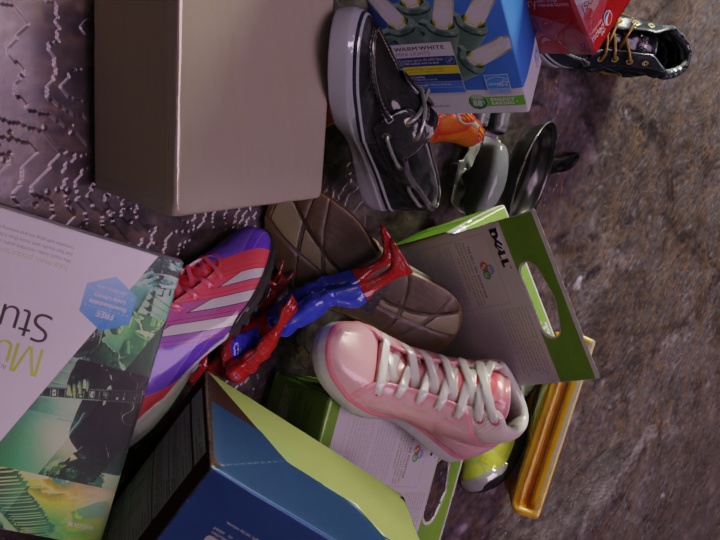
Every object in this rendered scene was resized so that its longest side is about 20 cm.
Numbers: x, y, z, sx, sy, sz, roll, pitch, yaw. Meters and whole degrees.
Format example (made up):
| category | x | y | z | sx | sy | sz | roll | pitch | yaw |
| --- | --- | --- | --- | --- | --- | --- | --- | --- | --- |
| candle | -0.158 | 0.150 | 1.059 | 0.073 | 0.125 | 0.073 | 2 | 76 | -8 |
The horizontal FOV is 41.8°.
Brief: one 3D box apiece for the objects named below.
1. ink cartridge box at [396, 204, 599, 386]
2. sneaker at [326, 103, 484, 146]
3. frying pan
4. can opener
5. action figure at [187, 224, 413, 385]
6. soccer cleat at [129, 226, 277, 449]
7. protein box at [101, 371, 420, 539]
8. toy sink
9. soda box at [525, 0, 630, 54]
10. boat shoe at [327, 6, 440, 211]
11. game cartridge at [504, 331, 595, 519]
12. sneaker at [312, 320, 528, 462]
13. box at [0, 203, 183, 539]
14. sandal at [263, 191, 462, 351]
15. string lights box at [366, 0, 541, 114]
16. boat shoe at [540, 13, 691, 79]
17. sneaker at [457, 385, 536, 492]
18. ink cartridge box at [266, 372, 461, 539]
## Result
| category | x | y | z | sx | sy | sz | roll | pitch | yaw |
| --- | --- | --- | --- | --- | --- | --- | --- | --- | --- |
| ink cartridge box | 0.128 | 0.022 | 0.820 | 0.075 | 0.199 | 0.150 | -26 | 96 | -34 |
| sneaker | 0.029 | -0.136 | 0.815 | 0.198 | 0.073 | 0.078 | 10 | 117 | -40 |
| frying pan | 0.183 | -0.114 | 0.951 | 0.190 | 0.031 | 0.116 | -50 | 152 | -40 |
| can opener | 0.128 | -0.149 | 0.897 | 0.052 | 0.066 | 0.204 | 10 | 90 | -42 |
| action figure | -0.056 | 0.032 | 0.742 | 0.198 | 0.066 | 0.052 | -34 | 115 | 2 |
| soccer cleat | -0.138 | 0.035 | 0.697 | 0.201 | 0.068 | 0.073 | -52 | 126 | -16 |
| protein box | -0.086 | 0.225 | 0.664 | 0.197 | 0.135 | 0.201 | 35 | 100 | -20 |
| toy sink | -0.103 | -0.152 | 0.644 | 0.129 | 0.111 | 0.204 | -13 | 113 | -44 |
| soda box | 0.112 | -0.222 | 0.763 | 0.064 | 0.198 | 0.070 | -53 | 129 | -20 |
| boat shoe | 0.025 | -0.117 | 0.707 | 0.201 | 0.070 | 0.073 | 68 | 33 | -57 |
| game cartridge | 0.189 | 0.151 | 0.975 | 0.200 | 0.032 | 0.179 | 42 | 67 | -84 |
| sneaker | 0.059 | 0.089 | 0.762 | 0.199 | 0.104 | 0.076 | 36 | 49 | -32 |
| box | -0.214 | 0.069 | 0.620 | 0.142 | 0.036 | 0.204 | 17 | 91 | -20 |
| sandal | 0.000 | 0.000 | 0.802 | 0.198 | 0.054 | 0.081 | 33 | 101 | -18 |
| string lights box | 0.060 | -0.204 | 0.674 | 0.201 | 0.101 | 0.060 | 60 | 40 | -49 |
| boat shoe | 0.259 | -0.239 | 0.970 | 0.198 | 0.090 | 0.072 | -3 | 103 | -42 |
| sneaker | 0.128 | 0.128 | 0.952 | 0.077 | 0.075 | 0.202 | 47 | 46 | -29 |
| ink cartridge box | 0.000 | 0.184 | 0.847 | 0.198 | 0.075 | 0.151 | 16 | 90 | -46 |
